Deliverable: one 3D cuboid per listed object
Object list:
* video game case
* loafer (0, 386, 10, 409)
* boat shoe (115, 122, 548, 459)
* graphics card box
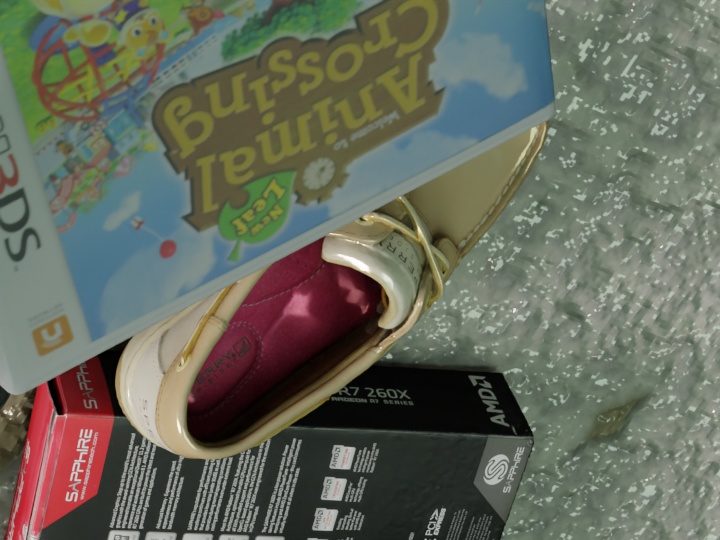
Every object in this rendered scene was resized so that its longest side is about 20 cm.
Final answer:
[{"bbox_3d":[-0.036,-0.074,0.706,0.200,0.022,0.182,-28,136,-17],"label":"video game case"},{"bbox_3d":[-0.218,0.008,0.868,0.200,0.070,0.068,14,102,-21],"label":"loafer"},{"bbox_3d":[0.000,0.000,0.910,0.200,0.069,0.074,-44,112,-5],"label":"boat shoe"},{"bbox_3d":[-0.041,0.098,1.000,0.200,0.051,0.126,4,121,-19],"label":"graphics card box"}]
